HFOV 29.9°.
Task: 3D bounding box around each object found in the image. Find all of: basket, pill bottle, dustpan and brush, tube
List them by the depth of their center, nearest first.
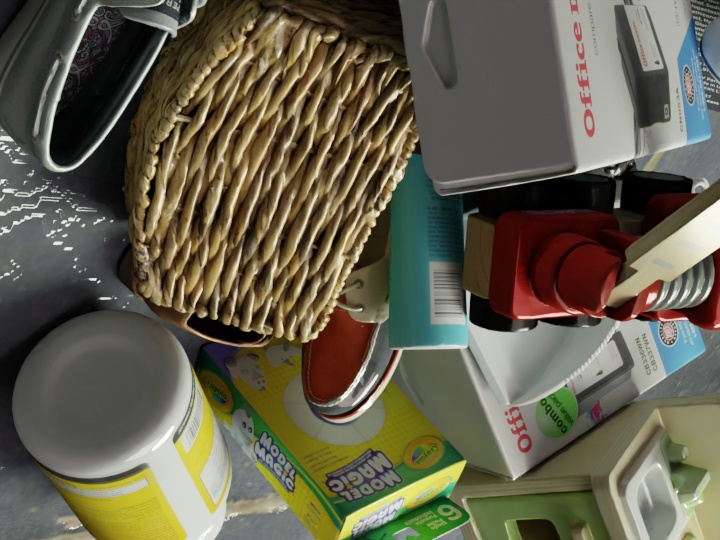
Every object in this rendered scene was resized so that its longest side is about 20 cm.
[{"bbox_3d":[-0.059,-0.086,0.778,0.142,0.149,0.200,15,123,-20],"label":"basket"},{"bbox_3d":[0.043,-0.050,0.864,0.077,0.050,0.201,11,78,-65],"label":"tube"},{"bbox_3d":[-0.147,0.120,0.887,0.112,0.112,0.200,-35,150,-15],"label":"pill bottle"},{"bbox_3d":[0.156,-0.011,0.929,0.200,0.140,0.057,-33,-167,-23],"label":"dustpan and brush"}]

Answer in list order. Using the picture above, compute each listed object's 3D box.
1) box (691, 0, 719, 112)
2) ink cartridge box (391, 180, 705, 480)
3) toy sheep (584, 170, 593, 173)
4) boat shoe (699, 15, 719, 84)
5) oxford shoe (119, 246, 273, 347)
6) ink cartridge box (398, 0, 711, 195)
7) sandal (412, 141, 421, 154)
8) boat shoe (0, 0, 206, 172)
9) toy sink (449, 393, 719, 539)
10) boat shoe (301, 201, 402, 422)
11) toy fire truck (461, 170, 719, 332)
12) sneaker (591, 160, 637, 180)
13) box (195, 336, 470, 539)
[{"bbox_3d":[0.293,-0.232,0.902,0.197,0.117,0.200,-60,158,-24],"label":"box"},{"bbox_3d":[0.126,0.039,1.032,0.200,0.146,0.147,-30,106,-23],"label":"ink cartridge box"},{"bbox_3d":[0.132,-0.123,0.906,0.138,0.138,0.200,-22,150,-34],"label":"toy sheep"},{"bbox_3d":[0.269,-0.102,0.846,0.201,0.075,0.086,10,151,-33],"label":"boat shoe"},{"bbox_3d":[-0.074,0.026,0.900,0.071,0.071,0.200,-54,151,15],"label":"oxford shoe"},{"bbox_3d":[0.108,-0.126,0.722,0.200,0.083,0.146,-17,99,-56],"label":"ink cartridge box"},{"bbox_3d":[0.060,-0.169,0.813,0.202,0.057,0.080,-62,149,-1],"label":"sandal"},{"bbox_3d":[-0.106,-0.134,0.644,0.070,0.072,0.201,8,123,-55],"label":"boat shoe"},{"bbox_3d":[0.182,0.181,0.990,0.112,0.199,0.131,-39,112,-49],"label":"toy sink"},{"bbox_3d":[0.000,0.000,0.899,0.063,0.071,0.201,36,70,-62],"label":"boat shoe"},{"bbox_3d":[0.180,-0.013,0.800,0.175,0.200,0.129,-2,104,-29],"label":"toy fire truck"},{"bbox_3d":[0.211,-0.078,1.088,0.071,0.099,0.200,-30,147,-20],"label":"sneaker"},{"bbox_3d":[-0.017,0.117,0.954,0.117,0.200,0.048,-19,143,-38],"label":"box"}]
